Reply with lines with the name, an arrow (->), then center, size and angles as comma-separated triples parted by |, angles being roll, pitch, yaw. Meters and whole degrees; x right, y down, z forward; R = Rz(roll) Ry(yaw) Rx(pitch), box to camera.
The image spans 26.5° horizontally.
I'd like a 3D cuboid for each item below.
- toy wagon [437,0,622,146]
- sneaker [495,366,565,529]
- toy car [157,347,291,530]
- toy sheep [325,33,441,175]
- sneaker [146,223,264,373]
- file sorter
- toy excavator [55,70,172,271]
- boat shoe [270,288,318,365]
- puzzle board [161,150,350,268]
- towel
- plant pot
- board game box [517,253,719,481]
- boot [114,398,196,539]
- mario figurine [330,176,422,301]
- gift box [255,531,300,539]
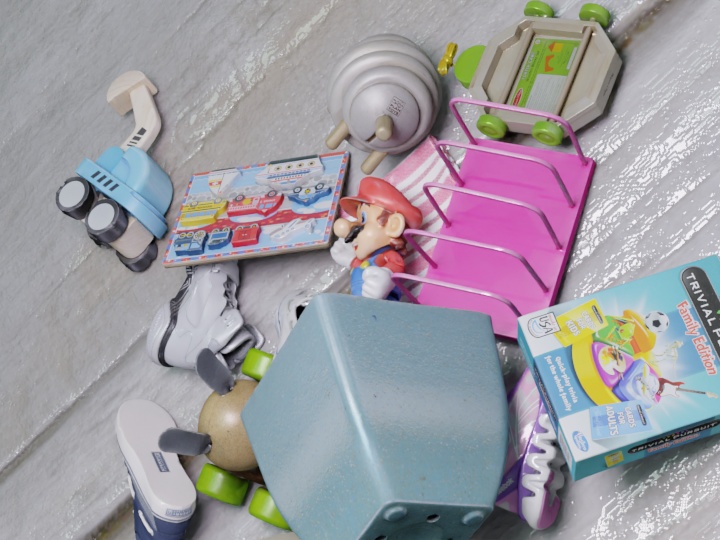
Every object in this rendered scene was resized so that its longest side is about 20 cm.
toy wagon -> 0.173, -0.209, 1.603 | 0.198, 0.040, 0.156 | 11, 69, 37
sneaker -> 0.157, 0.140, 1.459 | 0.088, 0.080, 0.202 | 9, 78, 25
toy car -> -0.133, 0.157, 1.581 | 0.157, 0.200, 0.166 | 17, 82, 37
toy sheep -> 0.024, -0.184, 1.643 | 0.137, 0.138, 0.201 | -36, 28, 18
sneaker -> -0.153, 0.030, 1.727 | 0.114, 0.075, 0.202 | 20, 77, 27
file sorter -> 0.128, -0.052, 1.507 | 0.138, 0.125, 0.202 | 12, 74, 25
toy excavator -> -0.280, -0.129, 1.868 | 0.194, 0.100, 0.200 | 34, 80, 36
boat shoe -> -0.048, 0.060, 1.592 | 0.067, 0.073, 0.201 | -58, 14, 22
puzzle board -> -0.117, -0.072, 1.709 | 0.198, 0.017, 0.152 | -7, 44, 18
towel -> 0.064, -0.030, 1.626 | 0.146, 0.030, 0.201 | -38, 56, 18
plant pot -> 0.025, 0.168, 1.419 | 0.196, 0.194, 0.201 | -56, 37, 39
board game box -> 0.259, 0.085, 1.383 | 0.198, 0.047, 0.152 | -18, 60, -4
boot -> -0.238, 0.235, 1.707 | 0.201, 0.072, 0.091 | -119, 40, -53
mario figurine -> 0.000, 0.000, 1.582 | 0.122, 0.106, 0.202 | -9, 71, 35
gift box -> -0.030, 0.338, 1.446 | 0.183, 0.186, 0.202 | 21, 103, 38
